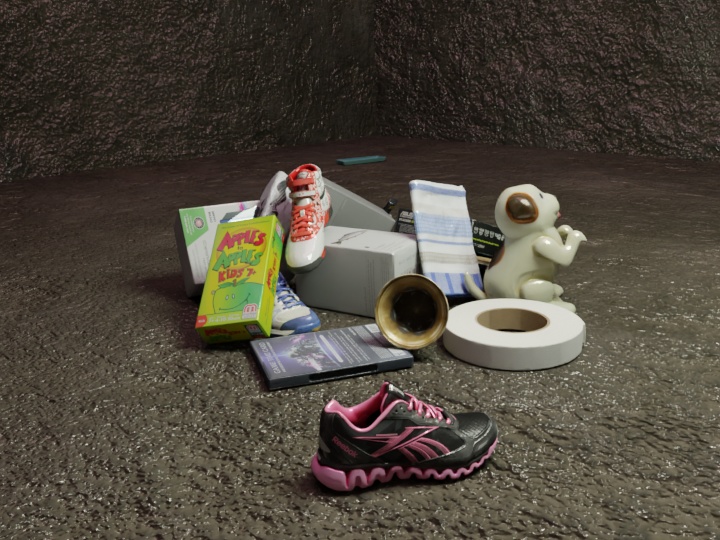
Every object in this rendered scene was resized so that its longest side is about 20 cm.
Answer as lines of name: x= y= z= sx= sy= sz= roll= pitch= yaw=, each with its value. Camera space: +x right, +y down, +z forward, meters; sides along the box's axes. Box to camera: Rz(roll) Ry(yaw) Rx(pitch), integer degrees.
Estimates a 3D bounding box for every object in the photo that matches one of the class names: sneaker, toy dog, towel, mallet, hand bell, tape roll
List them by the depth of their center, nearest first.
sneaker: x=0.048 y=0.157 z=0.727 sx=0.199 sy=0.096 sz=0.079 roll=-5 pitch=15 yaw=-17
tape roll: x=0.220 y=0.088 z=1.046 sx=0.202 sy=0.037 sz=0.203 roll=-2 pitch=16 yaw=1
hand bell: x=0.093 y=0.058 z=1.087 sx=0.104 sy=0.105 sz=0.200 roll=2 pitch=0 yaw=14
sneaker: x=-0.138 y=0.045 z=1.139 sx=0.075 sy=0.089 sz=0.200 roll=-13 pitch=21 yaw=-40
sneaker: x=-0.094 y=-0.091 z=1.166 sx=0.067 sy=0.108 sz=0.202 roll=-7 pitch=36 yaw=14
toy dog: x=0.271 y=-0.042 z=1.192 sx=0.193 sy=0.201 sz=0.140 roll=2 pitch=16 yaw=12
towel: x=0.146 y=-0.053 z=1.217 sx=0.024 sy=0.201 sz=0.147 roll=-18 pitch=-14 yaw=42
sneaker: x=-0.130 y=-0.075 z=1.268 sx=0.115 sy=0.075 sz=0.201 roll=30 pitch=50 yaw=-19
mallet: x=0.044 y=-0.105 z=1.559 sx=0.066 sy=0.041 sz=0.200 roll=-3 pitch=-20 yaw=-28

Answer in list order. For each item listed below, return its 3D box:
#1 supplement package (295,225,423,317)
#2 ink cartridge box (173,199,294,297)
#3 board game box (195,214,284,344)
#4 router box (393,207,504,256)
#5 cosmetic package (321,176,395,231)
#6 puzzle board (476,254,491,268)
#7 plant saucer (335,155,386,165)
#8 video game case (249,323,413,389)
supplement package: x=0.000 y=0.000 z=1.224 sx=0.199 sy=0.118 sz=0.117 roll=8 pitch=21 yaw=31
ink cartridge box: x=-0.225 y=-0.044 z=1.320 sx=0.199 sy=0.146 sz=0.087 roll=-8 pitch=-15 yaw=-25
board game box: x=-0.182 y=0.011 z=1.111 sx=0.101 sy=0.048 sz=0.201 roll=-8 pitch=52 yaw=15
router box: x=0.191 y=-0.076 z=1.488 sx=0.200 sy=0.062 sz=0.150 roll=14 pitch=2 yaw=45
cosmetic package: x=-0.041 y=-0.117 z=1.415 sx=0.199 sy=0.090 sz=0.107 roll=30 pitch=9 yaw=-16
puzzle board: x=0.194 y=-0.025 z=1.376 sx=0.150 sy=0.017 sz=0.200 roll=11 pitch=5 yaw=-19
plant saucer: x=0.003 y=-0.446 z=2.928 sx=0.199 sy=0.019 sz=0.070 roll=-12 pitch=19 yaw=-28
video game case: x=-0.044 y=0.116 z=1.011 sx=0.199 sy=0.019 sz=0.143 roll=-8 pitch=17 yaw=-17
